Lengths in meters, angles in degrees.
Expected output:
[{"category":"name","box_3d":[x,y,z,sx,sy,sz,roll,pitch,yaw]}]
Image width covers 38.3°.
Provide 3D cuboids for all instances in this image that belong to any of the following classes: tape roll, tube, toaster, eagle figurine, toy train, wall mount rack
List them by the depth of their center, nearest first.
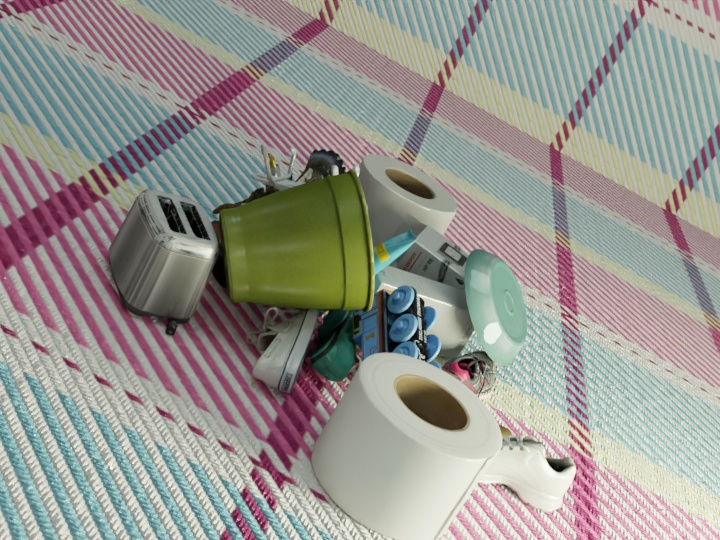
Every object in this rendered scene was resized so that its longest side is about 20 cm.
[{"category":"tape roll","box_3d":[0.057,0.217,1.295,0.203,0.139,0.203,24,22,-11]},{"category":"toaster","box_3d":[-0.268,-0.020,1.424,0.114,0.129,0.200,14,27,-31]},{"category":"toy train","box_3d":[0.049,0.110,1.468,0.087,0.114,0.200,41,32,-35]},{"category":"tube","box_3d":[0.000,0.000,1.599,0.050,0.200,0.077,55,4,-19]},{"category":"wall mount rack","box_3d":[-0.082,-0.150,1.636,0.200,0.075,0.174,17,12,10]},{"category":"eagle figurine","box_3d":[-0.127,-0.131,1.792,0.152,0.151,0.200,29,27,30]},{"category":"tape roll","box_3d":[0.063,-0.109,1.969,0.203,0.139,0.203,25,23,-12]}]

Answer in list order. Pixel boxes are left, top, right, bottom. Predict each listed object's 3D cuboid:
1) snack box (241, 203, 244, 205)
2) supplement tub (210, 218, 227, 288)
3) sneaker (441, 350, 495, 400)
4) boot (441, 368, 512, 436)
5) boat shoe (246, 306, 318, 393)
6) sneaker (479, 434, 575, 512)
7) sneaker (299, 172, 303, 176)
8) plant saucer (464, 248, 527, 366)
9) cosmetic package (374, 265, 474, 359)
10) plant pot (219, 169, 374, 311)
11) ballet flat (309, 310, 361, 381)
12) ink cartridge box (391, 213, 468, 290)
[{"category":"snack box","box_3d":[-0.091,-0.053,1.664,0.200,0.037,0.116,-1,57,-7]},{"category":"supplement tub","box_3d":[-0.132,-0.051,1.573,0.200,0.107,0.107,-20,45,-20]},{"category":"sneaker","box_3d":[0.173,0.164,1.627,0.081,0.075,0.200,35,22,13]},{"category":"boot","box_3d":[0.143,0.195,1.506,0.200,0.076,0.074,27,-8,-11]},{"category":"boat shoe","box_3d":[-0.115,0.097,1.449,0.086,0.075,0.202,18,30,0]},{"category":"sneaker","box_3d":[0.208,0.260,1.449,0.200,0.087,0.075,23,25,-12]},{"category":"sneaker","box_3d":[-0.092,-0.124,1.912,0.079,0.096,0.200,48,-11,-21]},{"category":"plant saucer","box_3d":[0.232,0.057,1.719,0.200,0.036,0.200,36,46,-49]},{"category":"cosmetic package","box_3d":[0.087,0.067,1.696,0.200,0.101,0.071,17,26,-25]},{"category":"plant pot","box_3d":[-0.095,-0.031,1.444,0.193,0.201,0.200,-6,32,-9]},{"category":"ballet flat","box_3d":[-0.028,0.110,1.537,0.070,0.067,0.200,51,20,-11]},{"category":"ink cartridge box","box_3d":[0.128,0.006,1.820,0.200,0.116,0.067,36,40,6]}]
